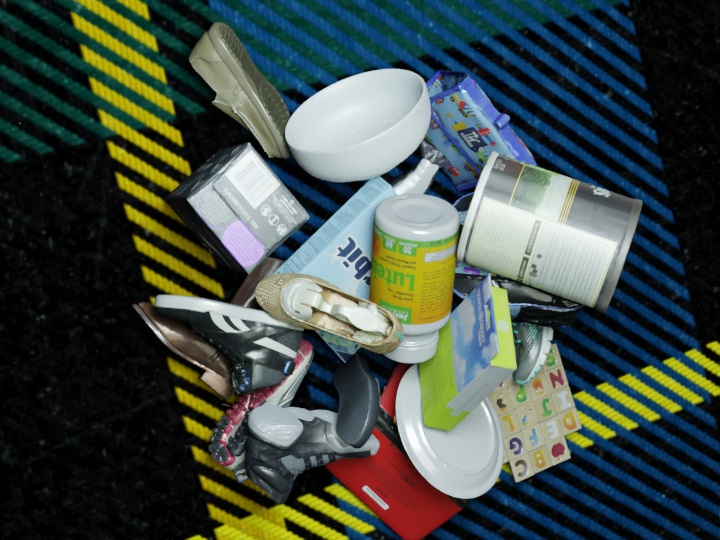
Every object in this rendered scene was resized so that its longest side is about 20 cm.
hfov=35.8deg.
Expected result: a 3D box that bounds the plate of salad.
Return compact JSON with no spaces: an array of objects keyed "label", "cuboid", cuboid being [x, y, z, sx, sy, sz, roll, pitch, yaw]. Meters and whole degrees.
[{"label":"plate of salad","cuboid":[0.121,0.221,1.558,0.198,0.048,0.203,22,52,-31]}]

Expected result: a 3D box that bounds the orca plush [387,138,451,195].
[{"label":"orca plush","cuboid":[0.031,-0.103,1.538,0.104,0.071,0.202,16,114,-34]}]

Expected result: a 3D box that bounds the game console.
[{"label":"game console","cuboid":[0.069,0.258,1.607,0.172,0.119,0.200,-40,106,20]}]

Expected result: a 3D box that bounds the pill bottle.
[{"label":"pill bottle","cuboid":[0.067,0.014,1.449,0.109,0.111,0.203,-7,120,-18]}]

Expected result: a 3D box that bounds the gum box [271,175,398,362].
[{"label":"gum box","cuboid":[0.000,0.000,1.501,0.200,0.045,0.170,-43,131,-3]}]

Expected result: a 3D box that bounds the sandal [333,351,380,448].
[{"label":"sandal","cuboid":[0.003,0.168,1.485,0.043,0.201,0.076,32,108,-16]}]

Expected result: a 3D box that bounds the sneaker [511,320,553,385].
[{"label":"sneaker","cuboid":[0.238,0.063,1.628,0.090,0.078,0.203,15,78,-3]}]

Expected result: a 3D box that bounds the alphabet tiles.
[{"label":"alphabet tiles","cuboid":[0.241,0.199,1.650,0.164,0.006,0.203,-18,92,-21]}]

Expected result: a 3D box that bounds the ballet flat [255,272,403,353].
[{"label":"ballet flat","cuboid":[-0.037,0.046,1.391,0.197,0.065,0.072,17,77,1]}]

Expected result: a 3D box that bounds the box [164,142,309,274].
[{"label":"box","cuboid":[-0.160,-0.079,1.411,0.106,0.200,0.123,-42,105,-11]}]

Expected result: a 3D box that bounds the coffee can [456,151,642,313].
[{"label":"coffee can","cuboid":[0.236,-0.049,1.405,0.197,0.146,0.149,19,87,9]}]

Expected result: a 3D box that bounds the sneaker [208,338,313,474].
[{"label":"sneaker","cuboid":[-0.127,0.180,1.513,0.201,0.080,0.075,-56,134,-7]}]

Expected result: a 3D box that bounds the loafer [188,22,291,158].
[{"label":"loafer","cuboid":[-0.155,-0.230,1.475,0.067,0.076,0.202,-22,113,22]}]

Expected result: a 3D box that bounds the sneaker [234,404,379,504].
[{"label":"sneaker","cuboid":[-0.074,0.248,1.479,0.198,0.075,0.115,13,107,-32]}]

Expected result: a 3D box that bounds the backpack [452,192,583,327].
[{"label":"backpack","cuboid":[0.209,-0.016,1.543,0.196,0.135,0.186,2,71,3]}]

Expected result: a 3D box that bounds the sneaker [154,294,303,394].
[{"label":"sneaker","cuboid":[-0.172,0.098,1.421,0.197,0.073,0.114,11,87,-17]}]

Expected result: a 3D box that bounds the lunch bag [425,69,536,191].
[{"label":"lunch bag","cuboid":[0.157,-0.195,1.511,0.094,0.200,0.151,-43,104,-11]}]

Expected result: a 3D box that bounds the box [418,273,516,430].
[{"label":"box","cuboid":[0.141,0.109,1.462,0.047,0.200,0.124,13,52,-22]}]

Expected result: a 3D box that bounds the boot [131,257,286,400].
[{"label":"boot","cuboid":[-0.179,0.041,1.489,0.186,0.064,0.201,43,78,-17]}]

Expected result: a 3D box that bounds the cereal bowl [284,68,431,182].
[{"label":"cereal bowl","cuboid":[0.005,-0.180,1.473,0.199,0.200,0.084,-33,124,-13]}]
